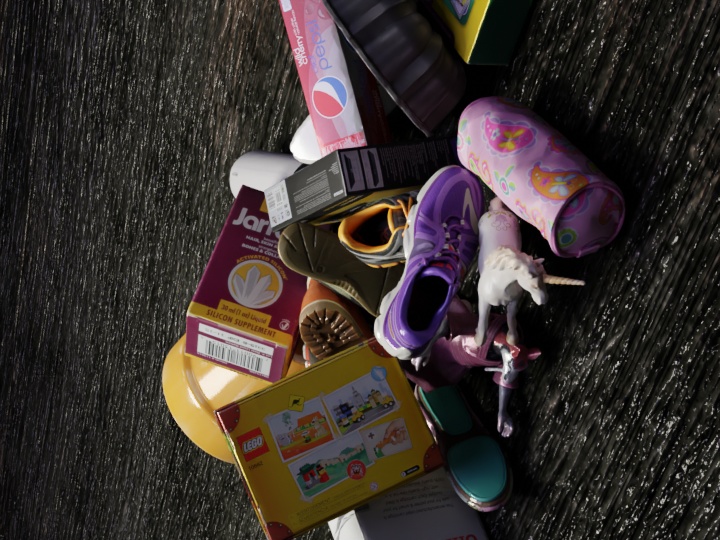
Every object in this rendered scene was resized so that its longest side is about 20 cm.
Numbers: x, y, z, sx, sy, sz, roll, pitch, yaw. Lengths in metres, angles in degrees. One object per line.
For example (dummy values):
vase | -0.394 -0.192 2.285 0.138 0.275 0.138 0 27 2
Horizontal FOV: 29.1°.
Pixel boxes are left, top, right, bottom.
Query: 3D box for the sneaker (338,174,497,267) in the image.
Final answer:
sneaker | 0.066 -0.051 1.440 0.198 0.077 0.079 -21 72 26

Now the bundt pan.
bundt pan | 0.041 -0.239 1.438 0.075 0.202 0.203 -36 50 9

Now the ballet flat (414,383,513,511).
ballet flat | 0.110 0.195 1.478 0.201 0.068 0.072 -121 19 -47

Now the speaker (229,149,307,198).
speaker | -0.098 -0.113 1.811 0.199 0.080 0.083 15 107 61

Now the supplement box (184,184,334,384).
supplement box | -0.120 0.018 1.681 0.104 0.129 0.202 104 -176 -56

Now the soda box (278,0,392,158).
soda box | -0.027 -0.222 1.538 0.063 0.070 0.203 -15 90 27

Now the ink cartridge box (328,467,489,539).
ink cartridge box | 0.038 0.253 1.524 0.202 0.144 0.084 68 150 31

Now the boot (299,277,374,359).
boot | -0.006 0.086 1.622 0.201 0.074 0.108 59 -167 -32

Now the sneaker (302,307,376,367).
sneaker | -0.016 0.070 1.687 0.082 0.076 0.203 30 121 51

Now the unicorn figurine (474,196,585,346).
unicorn figurine | 0.139 0.003 1.317 0.201 0.073 0.139 -109 14 -47

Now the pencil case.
pencil case | 0.164 -0.090 1.301 0.200 0.086 0.089 49 135 50

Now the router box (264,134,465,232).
router box | 0.004 -0.095 1.530 0.199 0.155 0.053 -20 81 62

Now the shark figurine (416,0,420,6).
shark figurine | -0.009 -0.282 1.611 0.215 0.088 0.129 -58 43 46

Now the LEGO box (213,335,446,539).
LEGO box | -0.032 0.175 1.431 0.077 0.198 0.151 108 138 -78

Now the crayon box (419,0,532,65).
crayon box | 0.113 -0.336 1.393 0.201 0.058 0.174 60 142 40

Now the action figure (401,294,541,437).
action figure | 0.119 0.073 1.435 0.199 0.134 0.150 0 51 50

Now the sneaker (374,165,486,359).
sneaker | 0.081 -0.009 1.346 0.083 0.080 0.203 145 145 -70

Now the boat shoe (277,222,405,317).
boat shoe | -0.001 0.001 1.550 0.073 0.199 0.066 -64 10 5

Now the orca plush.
orca plush | 0.007 -0.189 1.609 0.105 0.071 0.200 47 119 8

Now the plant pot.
plant pot | -0.129 0.120 1.807 0.183 0.198 0.202 -44 54 37
